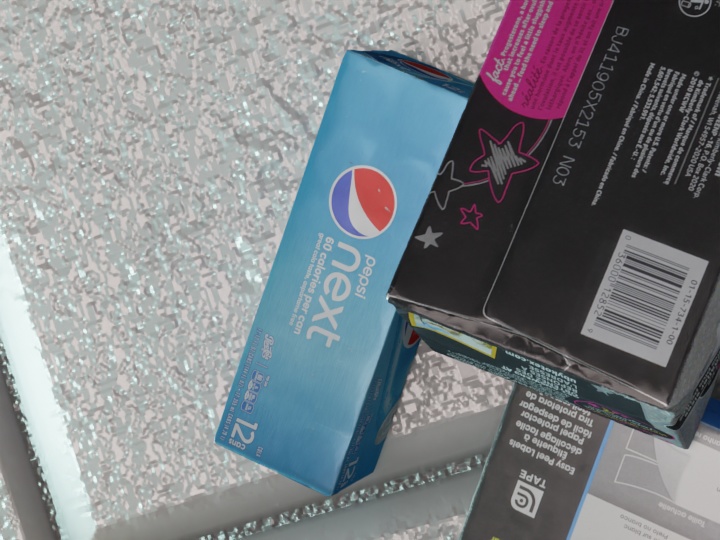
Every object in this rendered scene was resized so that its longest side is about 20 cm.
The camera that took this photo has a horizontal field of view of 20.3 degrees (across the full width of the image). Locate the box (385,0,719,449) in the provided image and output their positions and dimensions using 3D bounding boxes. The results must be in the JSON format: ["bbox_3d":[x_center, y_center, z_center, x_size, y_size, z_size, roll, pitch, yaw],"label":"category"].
[{"bbox_3d":[0.116,-0.044,0.856,0.131,0.115,0.201,21,83,17],"label":"box"}]

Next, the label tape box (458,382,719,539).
[{"bbox_3d":[0.116,0.150,0.931,0.143,0.063,0.202,23,103,18],"label":"label tape box"}]

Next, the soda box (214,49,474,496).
[{"bbox_3d":[0.000,0.000,0.959,0.067,0.064,0.202,23,103,17],"label":"soda box"}]
